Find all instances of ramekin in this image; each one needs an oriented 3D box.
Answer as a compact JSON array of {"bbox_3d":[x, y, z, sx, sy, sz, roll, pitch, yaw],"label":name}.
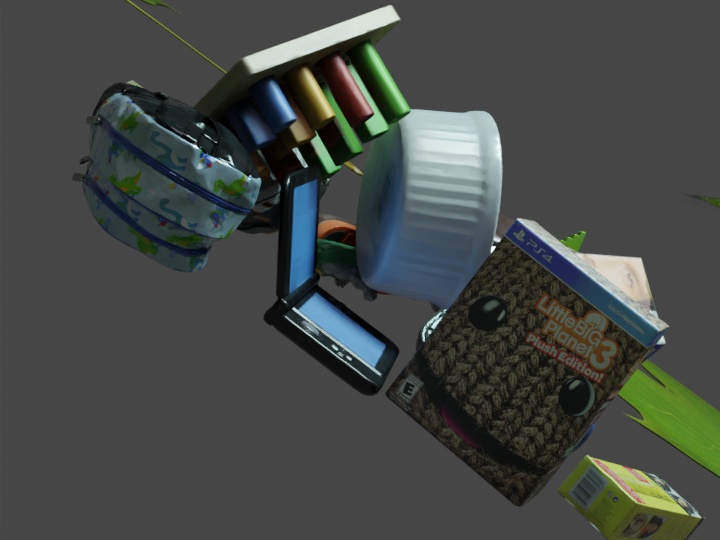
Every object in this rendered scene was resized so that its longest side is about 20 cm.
[{"bbox_3d":[0.062,-0.064,1.513,0.097,0.201,0.201,7,18,-13],"label":"ramekin"}]

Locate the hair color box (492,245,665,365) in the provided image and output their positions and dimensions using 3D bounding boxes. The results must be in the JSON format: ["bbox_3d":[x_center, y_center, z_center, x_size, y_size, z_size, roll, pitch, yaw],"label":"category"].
[{"bbox_3d":[0.215,0.040,1.625,0.199,0.065,0.110,4,59,-27],"label":"hair color box"}]

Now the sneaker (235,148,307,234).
[{"bbox_3d":[-0.118,-0.073,1.551,0.200,0.080,0.078,-15,46,-45],"label":"sneaker"}]

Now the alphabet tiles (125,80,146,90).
[{"bbox_3d":[-0.217,-0.171,1.830,0.166,0.006,0.200,36,10,-6],"label":"alphabet tiles"}]

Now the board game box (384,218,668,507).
[{"bbox_3d":[0.150,0.081,1.374,0.159,0.200,0.097,38,10,12],"label":"board game box"}]

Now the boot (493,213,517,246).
[{"bbox_3d":[0.105,-0.046,1.678,0.166,0.073,0.200,20,19,12],"label":"boot"}]

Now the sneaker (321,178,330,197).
[{"bbox_3d":[-0.090,-0.095,1.766,0.085,0.078,0.200,30,1,-1],"label":"sneaker"}]

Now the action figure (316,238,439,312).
[{"bbox_3d":[0.000,0.000,1.617,0.199,0.055,0.118,16,7,-35],"label":"action figure"}]

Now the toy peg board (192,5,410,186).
[{"bbox_3d":[-0.064,-0.139,1.450,0.199,0.200,0.098,-27,84,-40],"label":"toy peg board"}]

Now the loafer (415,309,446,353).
[{"bbox_3d":[0.138,0.069,1.650,0.199,0.063,0.072,-19,63,-34],"label":"loafer"}]

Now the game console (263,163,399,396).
[{"bbox_3d":[-0.016,0.004,1.395,0.176,0.117,0.200,37,10,1],"label":"game console"}]

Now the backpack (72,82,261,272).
[{"bbox_3d":[-0.156,-0.078,1.275,0.163,0.154,0.200,36,-12,-18],"label":"backpack"}]

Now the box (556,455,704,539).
[{"bbox_3d":[0.272,0.234,1.525,0.075,0.050,0.200,44,12,32],"label":"box"}]

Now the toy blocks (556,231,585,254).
[{"bbox_3d":[0.162,0.021,1.789,0.136,0.201,0.100,23,1,-3],"label":"toy blocks"}]

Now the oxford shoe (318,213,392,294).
[{"bbox_3d":[-0.002,-0.028,1.736,0.072,0.071,0.200,38,9,40],"label":"oxford shoe"}]

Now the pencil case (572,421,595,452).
[{"bbox_3d":[0.152,0.126,1.531,0.200,0.078,0.087,27,6,-45],"label":"pencil case"}]
